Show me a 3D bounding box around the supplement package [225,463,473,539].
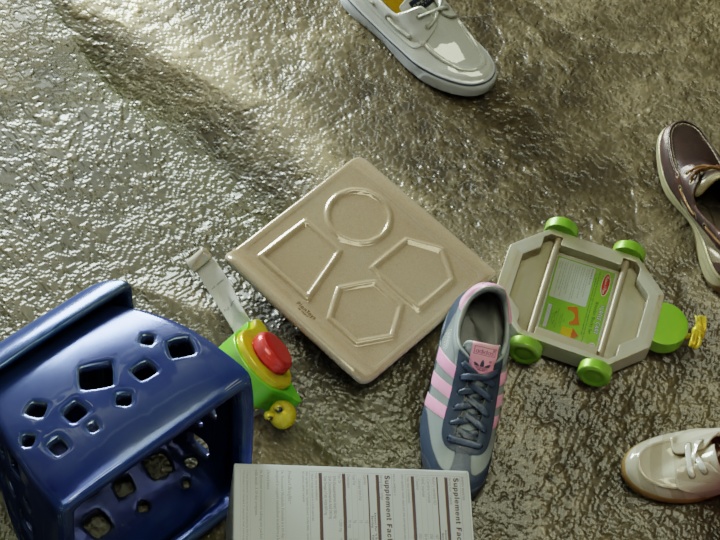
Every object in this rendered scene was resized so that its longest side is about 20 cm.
[{"bbox_3d":[-0.011,0.237,1.655,0.199,0.114,0.110,2,55,-6],"label":"supplement package"}]

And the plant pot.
[{"bbox_3d":[-0.219,0.137,1.648,0.200,0.200,0.180,-34,61,-26],"label":"plant pot"}]

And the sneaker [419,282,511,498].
[{"bbox_3d":[0.096,0.103,1.770,0.070,0.082,0.201,9,66,-8],"label":"sneaker"}]

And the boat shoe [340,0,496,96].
[{"bbox_3d":[0.061,-0.257,2.019,0.071,0.070,0.200,-37,68,-27],"label":"boat shoe"}]

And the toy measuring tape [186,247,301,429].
[{"bbox_3d":[-0.116,0.058,1.781,0.073,0.074,0.200,-22,65,-21],"label":"toy measuring tape"}]

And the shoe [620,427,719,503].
[{"bbox_3d":[0.333,0.166,1.788,0.199,0.053,0.070,-3,57,-10],"label":"shoe"}]

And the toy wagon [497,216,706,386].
[{"bbox_3d":[0.226,0.038,1.867,0.199,0.040,0.156,19,56,4],"label":"toy wagon"}]

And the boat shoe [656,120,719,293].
[{"bbox_3d":[0.346,-0.075,1.938,0.072,0.072,0.201,-6,58,-12],"label":"boat shoe"}]

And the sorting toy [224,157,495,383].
[{"bbox_3d":[0.000,0.000,1.866,0.185,0.037,0.200,41,56,18],"label":"sorting toy"}]
